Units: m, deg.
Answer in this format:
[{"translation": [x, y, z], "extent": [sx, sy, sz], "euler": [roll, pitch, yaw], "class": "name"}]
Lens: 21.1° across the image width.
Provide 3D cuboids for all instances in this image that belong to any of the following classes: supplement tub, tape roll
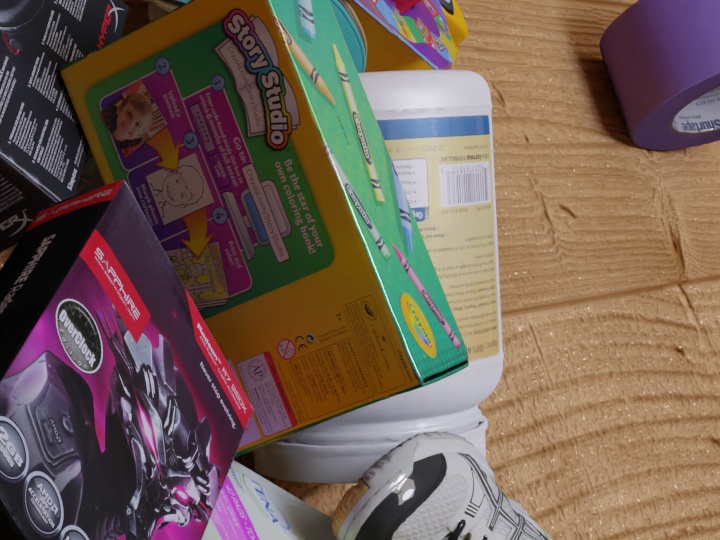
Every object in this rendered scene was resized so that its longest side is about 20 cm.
[{"translation": [0.000, 0.000, 0.998], "extent": [0.144, 0.144, 0.201], "euler": [-9, 97, -57], "class": "supplement tub"}, {"translation": [0.298, -0.175, 1.541], "extent": [0.200, 0.200, 0.085], "euler": [2, 65, -55], "class": "tape roll"}]

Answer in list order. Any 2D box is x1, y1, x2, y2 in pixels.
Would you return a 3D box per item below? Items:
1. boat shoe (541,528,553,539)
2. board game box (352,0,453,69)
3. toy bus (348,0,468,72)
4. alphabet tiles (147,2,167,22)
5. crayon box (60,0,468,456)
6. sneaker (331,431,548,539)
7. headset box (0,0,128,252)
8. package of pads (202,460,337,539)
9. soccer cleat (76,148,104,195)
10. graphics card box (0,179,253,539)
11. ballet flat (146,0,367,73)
[{"translation": [0.060, 0.199, 1.051], "extent": [0.063, 0.073, 0.200], "euler": [54, 34, -21], "class": "boat shoe"}, {"translation": [0.012, -0.207, 1.133], "extent": [0.200, 0.039, 0.158], "euler": [33, 33, -50], "class": "board game box"}, {"translation": [0.000, -0.166, 1.201], "extent": [0.200, 0.065, 0.079], "euler": [30, 35, -54], "class": "toy bus"}, {"translation": [-0.062, -0.134, 1.128], "extent": [0.195, 0.015, 0.201], "euler": [32, 34, -48], "class": "alphabet tiles"}, {"translation": [-0.045, -0.026, 0.884], "extent": [0.058, 0.118, 0.201], "euler": [-18, 86, -62], "class": "crayon box"}, {"translation": [0.061, 0.142, 0.944], "extent": [0.088, 0.076, 0.200], "euler": [48, 8, 33], "class": "sneaker"}, {"translation": [-0.212, -0.122, 0.883], "extent": [0.200, 0.075, 0.149], "euler": [41, 38, -32], "class": "headset box"}, {"translation": [-0.037, 0.164, 0.893], "extent": [0.200, 0.068, 0.155], "euler": [36, 13, -38], "class": "package of pads"}, {"translation": [-0.124, -0.038, 0.967], "extent": [0.085, 0.069, 0.200], "euler": [38, 36, -23], "class": "soccer cleat"}, {"translation": [-0.109, 0.065, 0.755], "extent": [0.126, 0.051, 0.200], "euler": [63, 23, -22], "class": "graphics card box"}, {"translation": [-0.074, -0.156, 1.043], "extent": [0.200, 0.069, 0.063], "euler": [30, 6, -44], "class": "ballet flat"}]
